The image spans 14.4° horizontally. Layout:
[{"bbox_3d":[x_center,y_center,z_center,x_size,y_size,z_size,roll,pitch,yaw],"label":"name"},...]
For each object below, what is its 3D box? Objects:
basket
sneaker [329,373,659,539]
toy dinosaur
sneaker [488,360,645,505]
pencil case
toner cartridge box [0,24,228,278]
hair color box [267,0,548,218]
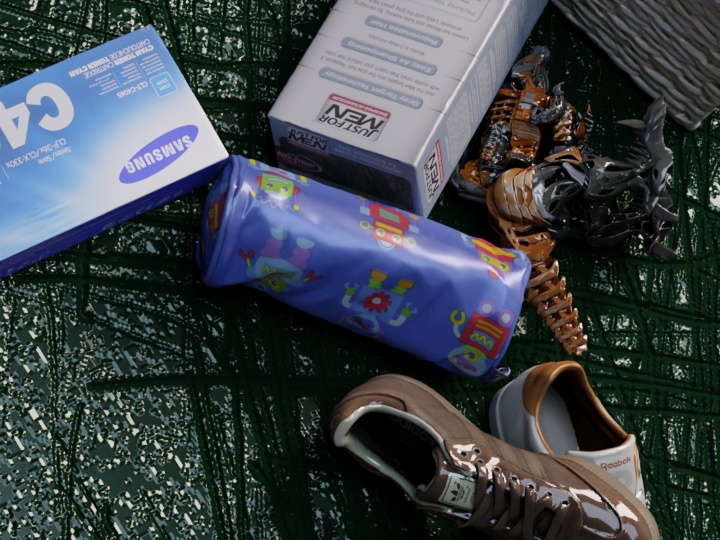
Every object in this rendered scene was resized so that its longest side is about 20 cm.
[{"bbox_3d":[0.217,-0.233,1.787,0.200,0.161,0.198,43,61,-1],"label":"basket"},{"bbox_3d":[0.069,0.128,1.606,0.199,0.071,0.075,26,21,18],"label":"sneaker"},{"bbox_3d":[0.122,-0.045,1.729,0.135,0.102,0.201,-6,84,3],"label":"toy dinosaur"},{"bbox_3d":[0.135,0.147,1.647,0.073,0.085,0.201,-18,78,-27],"label":"sneaker"},{"bbox_3d":[0.000,0.000,1.656,0.199,0.087,0.078,19,39,-12],"label":"pencil case"},{"bbox_3d":[-0.184,-0.060,1.632,0.200,0.043,0.095,-27,81,-28],"label":"toner cartridge box"},{"bbox_3d":[0.034,-0.135,1.716,0.099,0.061,0.200,19,60,19],"label":"hair color box"}]
